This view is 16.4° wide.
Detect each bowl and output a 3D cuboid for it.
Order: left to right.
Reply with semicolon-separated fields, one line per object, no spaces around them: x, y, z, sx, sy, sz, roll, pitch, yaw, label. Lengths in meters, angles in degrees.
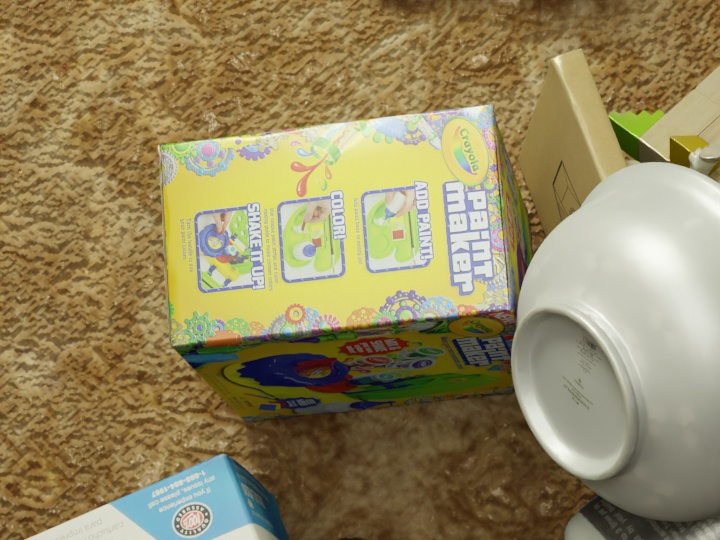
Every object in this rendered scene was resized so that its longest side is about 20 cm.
0.142;0.051;1.303;0.090;0.201;0.202;-21;69;-32;bowl

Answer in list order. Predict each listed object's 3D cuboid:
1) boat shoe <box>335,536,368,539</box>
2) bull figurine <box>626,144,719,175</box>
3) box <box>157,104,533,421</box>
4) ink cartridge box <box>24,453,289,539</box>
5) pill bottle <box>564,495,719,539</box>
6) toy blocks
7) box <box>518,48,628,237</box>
0.037;0.205;1.405;0.200;0.056;0.069;26;88;57;boat shoe
0.223;0.003;1.400;0.065;0.122;0.199;-33;35;-31;bull figurine
0.000;0.000;1.451;0.191;0.200;0.123;-7;74;8;box
-0.093;0.235;1.430;0.147;0.145;0.201;-23;73;2;ink cartridge box
0.189;0.157;1.421;0.200;0.114;0.114;-38;72;-3;pill bottle
0.267;-0.065;1.487;0.137;0.100;0.200;-40;61;-18;toy blocks
0.143;-0.008;1.449;0.021;0.164;0.201;-16;72;-9;box
